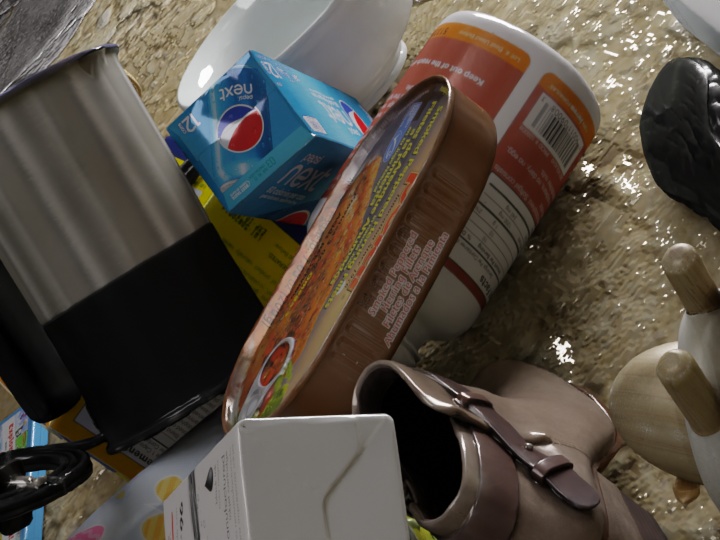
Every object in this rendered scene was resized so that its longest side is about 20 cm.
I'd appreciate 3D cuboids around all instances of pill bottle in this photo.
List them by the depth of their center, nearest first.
[{"bbox_3d":[0.040,-0.036,0.805,0.201,0.112,0.112,-55,34,-10],"label":"pill bottle"}]

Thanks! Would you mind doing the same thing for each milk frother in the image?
[{"bbox_3d":[-0.166,0.013,0.737,0.179,0.190,0.200,-31,4,16],"label":"milk frother"}]

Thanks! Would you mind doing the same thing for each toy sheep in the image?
[{"bbox_3d":[0.190,0.040,0.546,0.198,0.138,0.139,-11,48,30],"label":"toy sheep"}]

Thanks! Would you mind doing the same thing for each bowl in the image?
[{"bbox_3d":[-0.030,-0.158,1.009,0.200,0.090,0.202,-36,25,20],"label":"bowl"}]

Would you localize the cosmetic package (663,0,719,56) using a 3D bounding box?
[{"bbox_3d":[0.267,-0.184,0.748,0.200,0.052,0.151,-43,37,9],"label":"cosmetic package"}]

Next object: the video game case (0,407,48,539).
[{"bbox_3d":[-0.308,0.199,1.058,0.199,0.018,0.144,-36,35,19],"label":"video game case"}]

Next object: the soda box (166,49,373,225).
[{"bbox_3d":[-0.037,-0.073,0.863,0.068,0.200,0.064,-40,78,12],"label":"soda box"}]

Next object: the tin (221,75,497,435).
[{"bbox_3d":[0.000,0.000,0.686,0.202,0.042,0.112,-60,14,-8],"label":"tin"}]

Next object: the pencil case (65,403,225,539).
[{"bbox_3d":[-0.093,0.140,0.761,0.200,0.083,0.091,-41,-9,-20],"label":"pencil case"}]

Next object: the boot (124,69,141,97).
[{"bbox_3d":[-0.215,-0.076,1.170,0.155,0.073,0.202,13,69,53],"label":"boot"}]

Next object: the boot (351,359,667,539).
[{"bbox_3d":[0.056,0.076,0.645,0.071,0.145,0.200,-58,33,9],"label":"boot"}]

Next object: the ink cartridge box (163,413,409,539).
[{"bbox_3d":[-0.040,0.143,0.617,0.200,0.067,0.118,131,135,-63],"label":"ink cartridge box"}]

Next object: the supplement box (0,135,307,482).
[{"bbox_3d":[-0.125,0.030,0.932,0.201,0.109,0.109,-54,34,-8],"label":"supplement box"}]

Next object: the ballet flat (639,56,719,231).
[{"bbox_3d":[0.193,-0.053,0.720,0.201,0.056,0.067,-113,41,-58],"label":"ballet flat"}]

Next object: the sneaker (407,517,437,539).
[{"bbox_3d":[0.021,0.127,0.683,0.074,0.077,0.202,-9,49,2],"label":"sneaker"}]

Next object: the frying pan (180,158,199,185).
[{"bbox_3d":[-0.157,0.004,0.875,0.190,0.031,0.116,-40,37,19],"label":"frying pan"}]
